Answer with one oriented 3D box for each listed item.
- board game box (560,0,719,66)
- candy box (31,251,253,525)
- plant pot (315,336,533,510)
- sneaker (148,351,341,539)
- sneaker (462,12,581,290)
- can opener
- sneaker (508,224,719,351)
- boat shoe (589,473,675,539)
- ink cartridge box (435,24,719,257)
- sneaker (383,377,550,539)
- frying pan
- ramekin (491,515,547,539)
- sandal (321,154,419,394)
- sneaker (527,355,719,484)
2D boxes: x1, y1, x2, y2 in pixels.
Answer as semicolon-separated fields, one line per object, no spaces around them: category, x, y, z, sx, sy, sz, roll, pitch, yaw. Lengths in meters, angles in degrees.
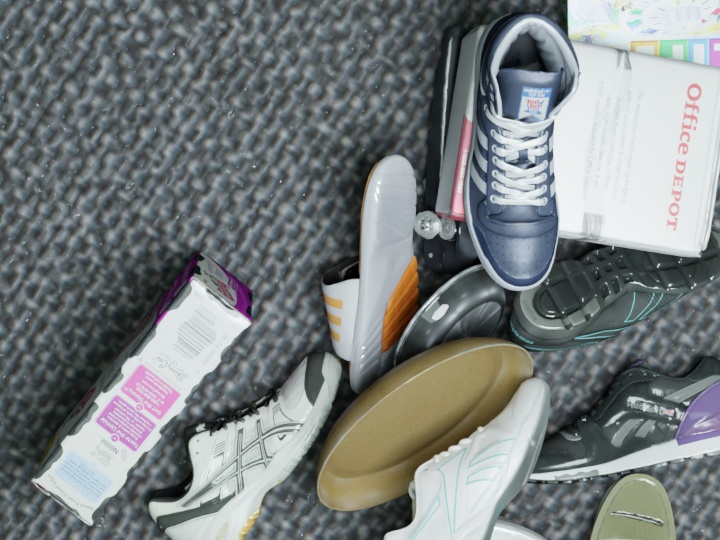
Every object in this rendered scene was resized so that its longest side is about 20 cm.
board game box;0.258;-0.214;1.519;0.199;0.034;0.135;-3;101;-4
candy box;-0.166;0.087;1.491;0.061;0.136;0.200;37;95;-8
plant pot;0.045;0.115;1.503;0.200;0.200;0.028;-37;64;3
sneaker;-0.095;0.138;1.537;0.087;0.076;0.200;35;93;-5
sneaker;0.115;-0.086;1.356;0.070;0.108;0.201;-1;91;-7
can opener;0.078;-0.094;1.523;0.063;0.078;0.201;3;99;35
sneaker;0.203;0.011;1.542;0.199;0.079;0.076;-18;67;-18
boat shoe;0.218;0.270;1.585;0.074;0.068;0.201;5;79;0
ink cartridge box;0.168;-0.096;1.460;0.199;0.085;0.147;9;90;-7
sneaker;0.084;0.159;1.488;0.080;0.071;0.201;24;64;19
frying pan;0.046;0.068;1.508;0.190;0.115;0.031;-41;64;-14
ramekin;0.090;0.290;1.566;0.201;0.094;0.204;-1;100;-4
sandal;0.005;-0.004;1.514;0.059;0.079;0.208;22;123;30
sneaker;0.212;0.120;1.567;0.199;0.076;0.088;-11;86;-6
